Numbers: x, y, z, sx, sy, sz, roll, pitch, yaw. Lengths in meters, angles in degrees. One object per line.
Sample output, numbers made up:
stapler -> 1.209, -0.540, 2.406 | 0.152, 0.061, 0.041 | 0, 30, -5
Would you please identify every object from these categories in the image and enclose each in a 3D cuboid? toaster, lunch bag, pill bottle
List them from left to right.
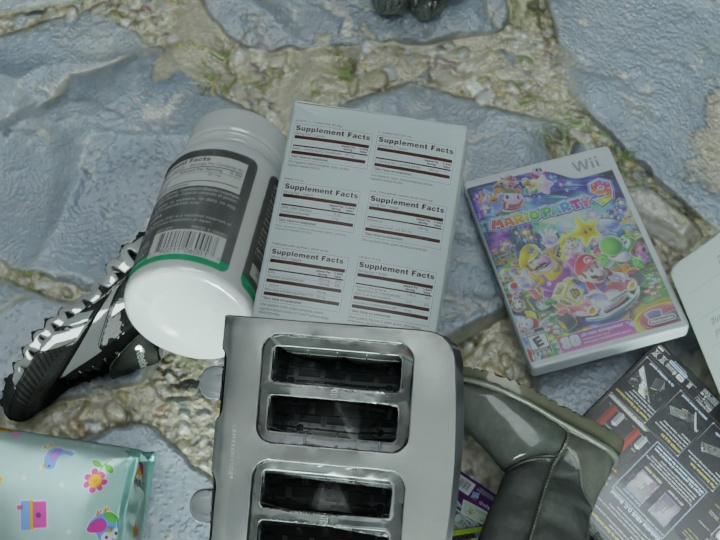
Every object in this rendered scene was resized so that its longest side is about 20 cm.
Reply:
lunch bag -> -0.262, 0.232, 1.051 | 0.167, 0.122, 0.203 | 9, 82, 0
pill bottle -> -0.122, -0.036, 1.120 | 0.111, 0.114, 0.202 | 10, 49, 3
toaster -> -0.012, 0.128, 0.903 | 0.196, 0.119, 0.184 | 5, 85, 6

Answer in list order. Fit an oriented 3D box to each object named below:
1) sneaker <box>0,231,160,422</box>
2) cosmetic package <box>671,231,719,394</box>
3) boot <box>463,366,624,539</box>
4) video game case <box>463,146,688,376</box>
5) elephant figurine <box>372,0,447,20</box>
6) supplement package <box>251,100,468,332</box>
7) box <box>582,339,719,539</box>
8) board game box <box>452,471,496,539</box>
sneaker -> -0.220, 0.063, 1.135 | 0.090, 0.067, 0.200 | 38, 73, 14
cosmetic package -> 0.391, 0.045, 1.063 | 0.164, 0.167, 0.203 | -6, 67, -30
boot -> 0.107, 0.192, 1.030 | 0.180, 0.073, 0.202 | 22, 67, 11
video game case -> 0.186, -0.013, 1.163 | 0.141, 0.018, 0.202 | -14, 57, -4
elephant figurine -> 0.058, -0.330, 1.201 | 0.140, 0.200, 0.157 | -26, 72, -9
supplement package -> 0.000, 0.000, 1.091 | 0.145, 0.192, 0.203 | 9, 70, 4
box -> 0.265, 0.185, 1.102 | 0.157, 0.050, 0.200 | -42, 76, -13
board game box -> 0.128, 0.256, 1.058 | 0.199, 0.033, 0.120 | 33, 41, 13
